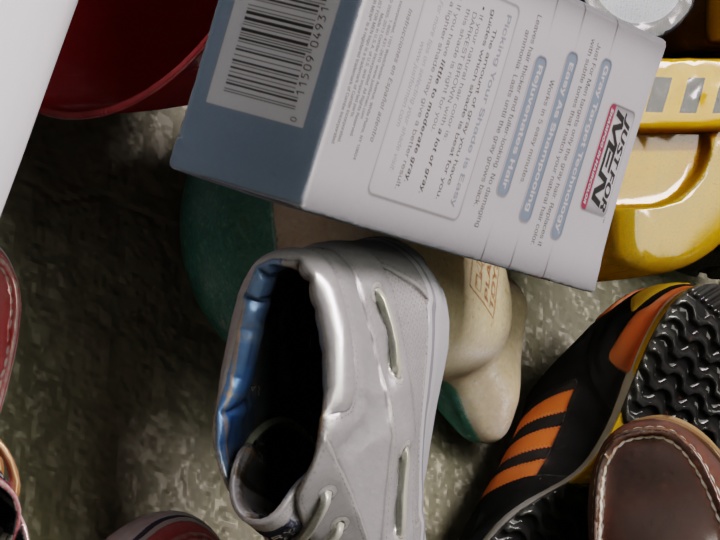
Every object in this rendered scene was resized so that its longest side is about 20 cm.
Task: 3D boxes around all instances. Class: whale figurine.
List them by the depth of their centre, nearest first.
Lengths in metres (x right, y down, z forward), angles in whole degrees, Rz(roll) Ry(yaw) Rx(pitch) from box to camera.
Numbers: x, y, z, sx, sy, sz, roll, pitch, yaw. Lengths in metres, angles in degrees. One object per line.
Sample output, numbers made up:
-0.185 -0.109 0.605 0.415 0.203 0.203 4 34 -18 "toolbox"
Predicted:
0.000 0.000 1.087 0.200 0.103 0.160 44 46 -54 "whale figurine"

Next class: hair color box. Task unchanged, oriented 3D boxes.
0.026 -0.059 0.950 0.200 0.060 0.100 15 92 -56 "hair color box"

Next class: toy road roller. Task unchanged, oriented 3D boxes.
0.135 -0.070 1.123 0.199 0.123 0.147 -1 88 -23 "toy road roller"

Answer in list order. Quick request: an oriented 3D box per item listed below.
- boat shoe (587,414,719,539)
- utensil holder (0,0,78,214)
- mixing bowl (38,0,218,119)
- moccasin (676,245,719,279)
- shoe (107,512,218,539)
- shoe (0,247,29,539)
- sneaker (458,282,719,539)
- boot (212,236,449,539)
0.128 0.154 1.046 0.070 0.070 0.201 3 72 -72 "boat shoe"
-0.181 -0.075 0.886 0.170 0.170 0.201 32 56 -29 "utensil holder"
-0.051 -0.145 1.009 0.108 0.200 0.201 10 68 -43 "mixing bowl"
0.114 -0.073 1.222 0.201 0.074 0.078 40 61 -12 "moccasin"
-0.071 0.165 0.938 0.071 0.091 0.201 40 52 -24 "shoe"
-0.141 0.066 0.915 0.071 0.091 0.201 45 50 -34 "shoe"
0.087 0.090 1.134 0.070 0.090 0.200 41 79 -19 "sneaker"
-0.019 0.088 0.942 0.095 0.073 0.201 0 91 -61 "boot"
